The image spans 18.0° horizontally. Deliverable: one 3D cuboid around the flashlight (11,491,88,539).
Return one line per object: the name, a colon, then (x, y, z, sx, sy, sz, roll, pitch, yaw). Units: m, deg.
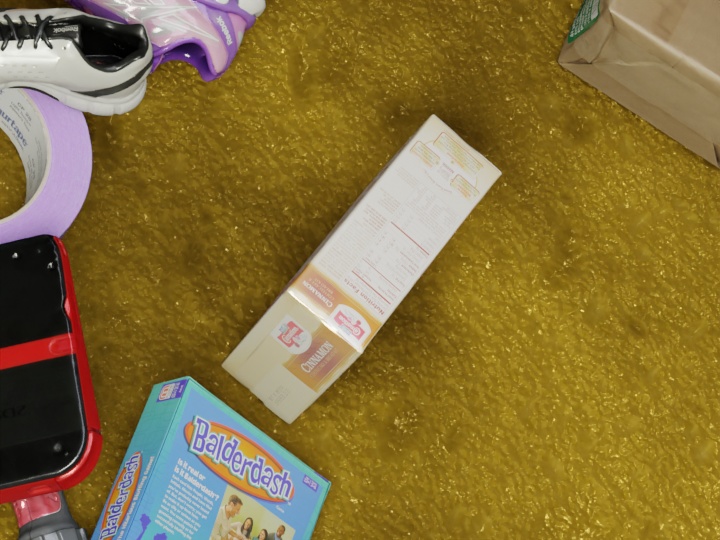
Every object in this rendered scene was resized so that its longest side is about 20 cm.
flashlight: (-0.241, 0.131, 1.585, 0.068, 0.068, 0.200, -12, 72, -29)

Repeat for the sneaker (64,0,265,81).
sneaker: (-0.177, -0.201, 1.764, 0.200, 0.080, 0.089, 15, 81, -13)

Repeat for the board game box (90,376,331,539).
board game box: (-0.114, 0.199, 1.594, 0.152, 0.045, 0.200, 40, 55, -29)

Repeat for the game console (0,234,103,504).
game console: (-0.285, 0.079, 1.557, 0.200, 0.031, 0.177, -13, 73, 2)

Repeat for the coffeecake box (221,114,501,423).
coffeecake box: (0.000, 0.000, 1.699, 0.073, 0.154, 0.200, 40, 58, -2)

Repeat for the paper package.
paper package: (0.297, -0.223, 1.962, 0.191, 0.103, 0.200, 31, 59, -6)

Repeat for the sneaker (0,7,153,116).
sneaker: (-0.243, -0.166, 1.637, 0.200, 0.080, 0.074, 4, 67, -21)

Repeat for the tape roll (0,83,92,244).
tape roll: (-0.300, -0.081, 1.656, 0.200, 0.066, 0.200, 10, 63, -20)
